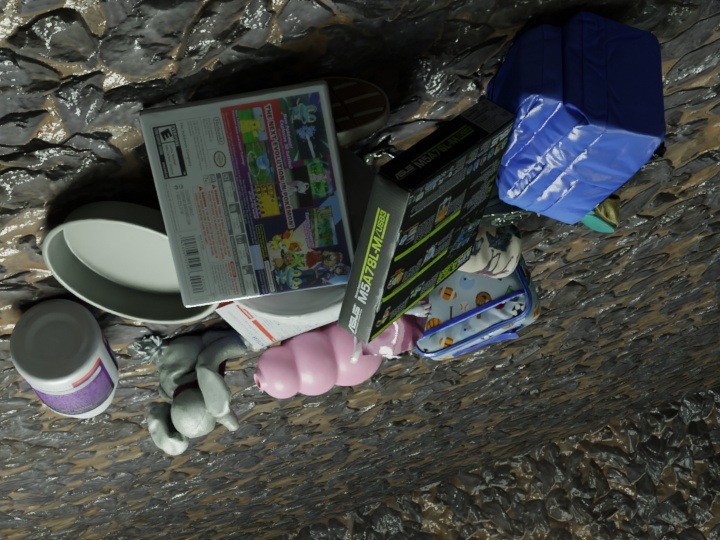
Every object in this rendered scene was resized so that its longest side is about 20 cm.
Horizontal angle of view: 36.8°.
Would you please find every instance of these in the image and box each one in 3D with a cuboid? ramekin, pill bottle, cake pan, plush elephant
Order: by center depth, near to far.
[{"bbox_3d":[-0.064,-0.034,1.155,0.201,0.203,0.094,-19,160,1],"label":"ramekin"},{"bbox_3d":[-0.245,-0.009,1.182,0.199,0.037,0.201,8,147,5],"label":"cake pan"},{"bbox_3d":[-0.373,0.123,1.394,0.111,0.112,0.200,-15,157,-9],"label":"pill bottle"},{"bbox_3d":[-0.231,0.175,1.569,0.164,0.156,0.200,-32,155,30],"label":"plush elephant"}]

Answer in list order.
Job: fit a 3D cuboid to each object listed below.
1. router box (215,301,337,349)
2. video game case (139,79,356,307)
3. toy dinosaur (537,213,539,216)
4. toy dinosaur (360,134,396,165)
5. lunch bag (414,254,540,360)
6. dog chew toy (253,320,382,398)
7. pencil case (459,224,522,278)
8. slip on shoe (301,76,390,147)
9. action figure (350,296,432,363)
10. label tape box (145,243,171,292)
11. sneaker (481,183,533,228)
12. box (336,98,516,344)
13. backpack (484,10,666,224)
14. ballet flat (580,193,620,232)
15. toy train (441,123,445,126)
[{"bbox_3d":[-0.094,0.032,1.489,0.179,0.049,0.200,-20,158,4],"label":"router box"},{"bbox_3d":[-0.104,-0.071,1.049,0.181,0.201,0.023,-8,-161,5],"label":"video game case"},{"bbox_3d":[0.205,-0.109,1.417,0.199,0.061,0.106,4,178,-37],"label":"toy dinosaur"},{"bbox_3d":[0.007,-0.111,1.247,0.088,0.048,0.200,-17,156,13],"label":"toy dinosaur"},{"bbox_3d":[0.156,0.037,1.555,0.199,0.161,0.076,-25,158,17],"label":"lunch bag"},{"bbox_3d":[-0.065,0.128,1.611,0.199,0.125,0.125,-21,160,-24],"label":"dog chew toy"},{"bbox_3d":[0.119,-0.047,1.408,0.199,0.090,0.078,11,-179,-36],"label":"pencil case"},{"bbox_3d":[-0.066,-0.135,1.082,0.199,0.076,0.061,-17,151,3],"label":"slip on shoe"},{"bbox_3d":[0.027,0.019,1.458,0.148,0.135,0.200,-11,139,17],"label":"action figure"},{"bbox_3d":[-0.153,-0.026,1.288,0.199,0.066,0.143,-2,153,-24],"label":"label tape box"},{"bbox_3d":[0.118,-0.091,1.315,0.199,0.091,0.076,-10,167,-23],"label":"sneaker"},{"bbox_3d":[0.066,-0.050,1.070,0.200,0.047,0.194,-38,154,-43],"label":"box"},{"bbox_3d":[0.212,-0.159,1.154,0.167,0.163,0.200,17,149,-8],"label":"backpack"},{"bbox_3d":[0.307,-0.102,1.482,0.070,0.071,0.200,-29,156,25],"label":"ballet flat"},{"bbox_3d":[0.165,-0.140,1.285,0.199,0.057,0.042,-3,154,-35],"label":"toy train"}]
